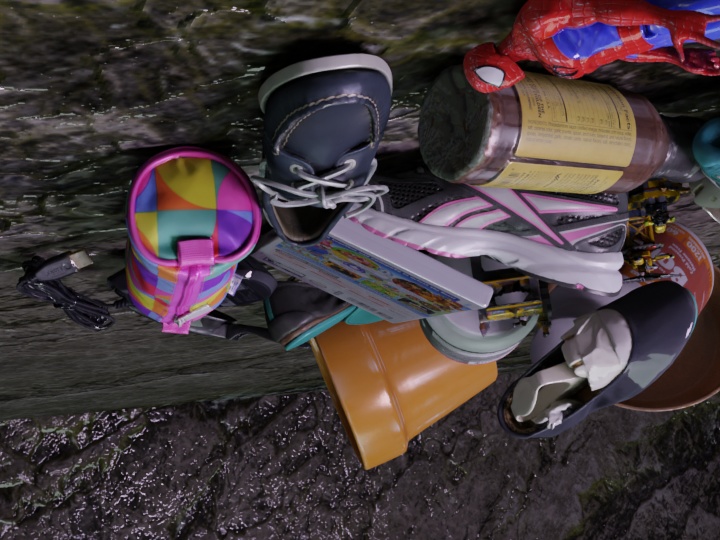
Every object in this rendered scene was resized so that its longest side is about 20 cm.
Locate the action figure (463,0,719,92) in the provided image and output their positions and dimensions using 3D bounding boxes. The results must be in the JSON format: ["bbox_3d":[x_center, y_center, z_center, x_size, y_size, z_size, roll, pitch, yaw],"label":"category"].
[{"bbox_3d":[0.141,-0.110,0.467,0.200,0.052,0.065,-8,174,21],"label":"action figure"}]

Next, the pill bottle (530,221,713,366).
[{"bbox_3d":[0.229,0.036,0.940,0.112,0.112,0.200,-15,-166,40],"label":"pill bottle"}]

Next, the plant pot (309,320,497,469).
[{"bbox_3d":[0.051,0.103,1.241,0.183,0.200,0.200,-22,171,-6],"label":"plant pot"}]

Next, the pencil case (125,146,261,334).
[{"bbox_3d":[-0.115,-0.015,0.708,0.088,0.088,0.200,-5,168,-12],"label":"pencil case"}]

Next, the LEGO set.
[{"bbox_3d":[0.152,-0.013,0.798,0.200,0.116,0.154,-7,170,0],"label":"LEGO set"}]

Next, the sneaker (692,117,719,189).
[{"bbox_3d":[0.268,-0.089,0.562,0.080,0.078,0.200,23,143,-31],"label":"sneaker"}]

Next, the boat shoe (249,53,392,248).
[{"bbox_3d":[-0.025,-0.059,0.585,0.075,0.062,0.200,-2,168,-14],"label":"boat shoe"}]

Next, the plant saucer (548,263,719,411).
[{"bbox_3d":[0.276,0.057,1.052,0.200,0.200,0.035,-7,144,2],"label":"plant saucer"}]

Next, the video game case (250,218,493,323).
[{"bbox_3d":[0.000,0.000,0.823,0.143,0.018,0.200,26,168,-13],"label":"video game case"}]

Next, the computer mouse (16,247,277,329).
[{"bbox_3d":[-0.177,-0.003,0.876,0.200,0.046,0.140,-10,157,19],"label":"computer mouse"}]

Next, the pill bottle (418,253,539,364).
[{"bbox_3d":[0.109,0.023,0.987,0.114,0.114,0.200,-7,169,1],"label":"pill bottle"}]

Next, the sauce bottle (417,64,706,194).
[{"bbox_3d":[0.124,-0.073,0.599,0.200,0.065,0.065,2,166,-38],"label":"sauce bottle"}]

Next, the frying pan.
[{"bbox_3d":[-0.137,0.048,0.999,0.190,0.031,0.115,20,180,1],"label":"frying pan"}]

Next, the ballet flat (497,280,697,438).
[{"bbox_3d":[0.169,0.075,0.811,0.073,0.073,0.200,0,148,-33],"label":"ballet flat"}]

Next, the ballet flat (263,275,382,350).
[{"bbox_3d":[-0.017,0.018,0.974,0.068,0.068,0.200,-37,167,30],"label":"ballet flat"}]

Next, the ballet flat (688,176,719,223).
[{"bbox_3d":[0.272,-0.056,0.746,0.075,0.068,0.200,-4,162,32],"label":"ballet flat"}]

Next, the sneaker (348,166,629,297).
[{"bbox_3d":[0.081,-0.049,0.702,0.200,0.086,0.080,14,-176,-3],"label":"sneaker"}]
